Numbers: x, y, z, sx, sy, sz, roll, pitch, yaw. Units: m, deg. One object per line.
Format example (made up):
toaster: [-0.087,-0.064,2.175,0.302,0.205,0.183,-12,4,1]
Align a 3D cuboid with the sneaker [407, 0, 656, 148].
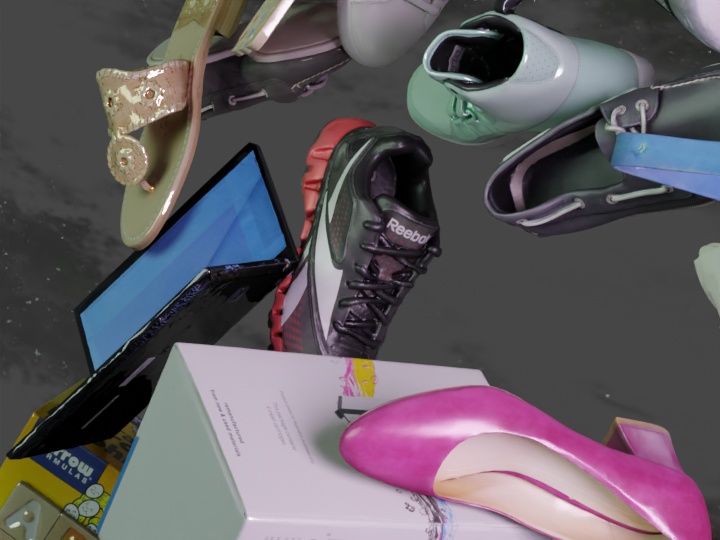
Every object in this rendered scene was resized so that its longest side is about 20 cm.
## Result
sneaker: [0.067,-0.121,1.726,0.200,0.118,0.074,2,77,52]

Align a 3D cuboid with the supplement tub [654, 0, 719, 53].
supplement tub: [0.184,-0.210,1.618,0.123,0.122,0.200,-58,39,15]

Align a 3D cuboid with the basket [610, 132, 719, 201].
basket: [0.242,-0.031,1.399,0.176,0.199,0.140,12,84,52]

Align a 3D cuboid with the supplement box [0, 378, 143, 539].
supplement box: [-0.197,0.189,1.887,0.201,0.109,0.110,-59,-6,15]

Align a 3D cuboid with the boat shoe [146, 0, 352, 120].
boat shoe: [-0.061,-0.136,1.953,0.199,0.057,0.067,-2,37,47]

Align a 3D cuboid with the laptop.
laptop: [-0.136,0.015,1.793,0.177,0.200,0.103,-43,77,20]

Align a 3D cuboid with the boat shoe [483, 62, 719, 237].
boat shoe: [0.153,-0.064,1.619,0.199,0.063,0.073,-21,80,40]

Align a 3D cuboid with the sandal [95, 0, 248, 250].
sandal: [-0.139,-0.122,1.902,0.077,0.069,0.213,-11,55,57]

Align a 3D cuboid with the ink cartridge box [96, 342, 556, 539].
ink cartridge box: [-0.017,0.145,1.624,0.148,0.199,0.145,-66,33,31]

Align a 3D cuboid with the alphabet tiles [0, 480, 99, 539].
alphabet tiles: [-0.174,0.254,1.833,0.199,0.008,0.168,35,105,6]

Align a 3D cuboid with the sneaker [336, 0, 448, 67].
sneaker: [0.054,-0.211,1.818,0.201,0.073,0.085,-62,36,8]

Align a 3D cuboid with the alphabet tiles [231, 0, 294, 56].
alphabet tiles: [-0.016,-0.217,1.860,0.196,0.015,0.200,-55,9,-4]

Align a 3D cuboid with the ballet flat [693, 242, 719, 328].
ballet flat: [0.219,-0.017,1.532,0.068,0.068,0.201,15,78,27]

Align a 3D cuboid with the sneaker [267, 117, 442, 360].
sneaker: [0.000,0.000,1.793,0.098,0.071,0.202,-6,69,52]

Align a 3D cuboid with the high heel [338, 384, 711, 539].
high heel: [0.088,0.119,1.535,0.096,0.199,0.068,-106,35,-46]
